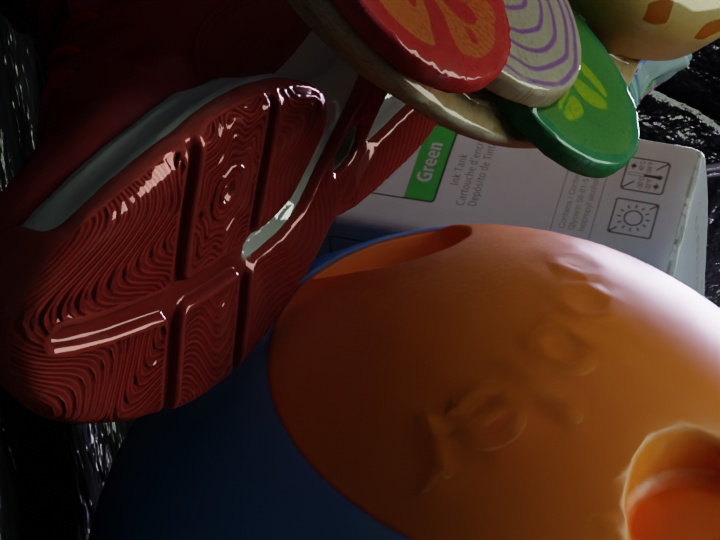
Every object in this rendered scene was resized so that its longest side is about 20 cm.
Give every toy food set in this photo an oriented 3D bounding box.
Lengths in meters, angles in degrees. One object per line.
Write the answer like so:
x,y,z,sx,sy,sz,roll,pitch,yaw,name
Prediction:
0.022,-0.119,0.606,0.201,0.048,0.198,62,35,-14,toy food set

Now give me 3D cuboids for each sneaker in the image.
-0.062,-0.039,0.610,0.200,0.115,0.079,-39,146,-55,sneaker

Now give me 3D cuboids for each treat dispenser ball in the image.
0.029,0.089,0.653,0.201,0.200,0.202,172,-90,-90,treat dispenser ball

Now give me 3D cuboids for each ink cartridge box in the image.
0.000,0.000,0.767,0.109,0.199,0.051,81,22,-53,ink cartridge box

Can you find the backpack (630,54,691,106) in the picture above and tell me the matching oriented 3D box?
0.047,-0.110,0.903,0.167,0.127,0.200,50,6,32,backpack
